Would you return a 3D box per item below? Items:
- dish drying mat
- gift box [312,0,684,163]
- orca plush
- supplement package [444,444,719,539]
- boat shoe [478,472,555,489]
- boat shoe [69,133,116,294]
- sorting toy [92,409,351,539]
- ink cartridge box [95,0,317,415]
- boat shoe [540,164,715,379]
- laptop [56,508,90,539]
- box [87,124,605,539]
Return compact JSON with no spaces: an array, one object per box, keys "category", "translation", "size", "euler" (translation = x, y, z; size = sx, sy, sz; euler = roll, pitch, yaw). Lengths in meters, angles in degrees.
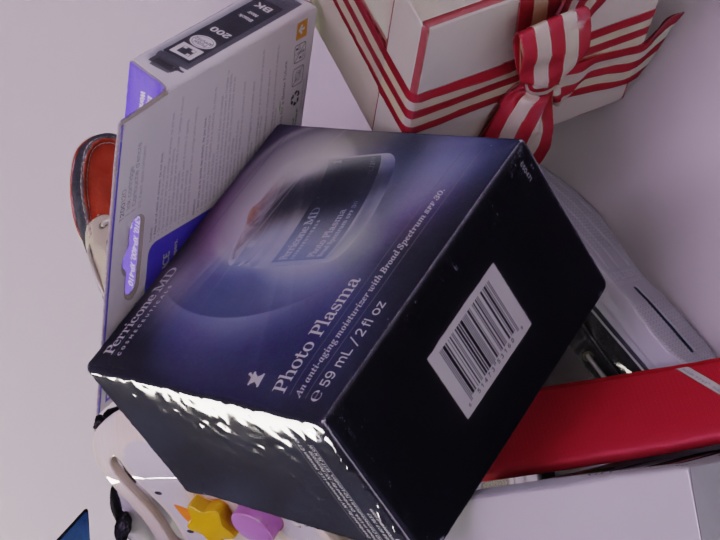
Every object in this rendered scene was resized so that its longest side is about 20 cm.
[{"category":"dish drying mat","translation":[0.135,0.084,1.034],"size":[0.199,0.077,0.018],"euler":[-11,119,29]},{"category":"gift box","translation":[0.081,-0.177,1.049],"size":[0.185,0.199,0.188],"euler":[91,155,-65]},{"category":"orca plush","translation":[-0.172,0.133,1.322],"size":[0.071,0.200,0.106],"euler":[28,71,13]},{"category":"supplement package","translation":[0.164,0.177,0.995],"size":[0.190,0.199,0.148],"euler":[-14,83,40]},{"category":"boat shoe","translation":[0.075,0.060,1.139],"size":[0.064,0.074,0.204],"euler":[-10,96,16]},{"category":"boat shoe","translation":[-0.167,-0.007,1.347],"size":[0.063,0.071,0.202],"euler":[136,121,-79]},{"category":"sorting toy","translation":[-0.084,0.139,1.201],"size":[0.179,0.107,0.200],"euler":[-14,124,37]},{"category":"ink cartridge box","translation":[-0.103,-0.045,1.073],"size":[0.043,0.200,0.199],"euler":[24,125,20]},{"category":"boat shoe","translation":[0.127,0.012,1.105],"size":[0.071,0.072,0.200],"euler":[-49,63,26]},{"category":"laptop","translation":[-0.210,0.319,1.316],"size":[0.200,0.115,0.188],"euler":[51,149,43]},{"category":"box","translation":[-0.009,0.030,1.012],"size":[0.198,0.124,0.200],"euler":[7,52,45]}]
